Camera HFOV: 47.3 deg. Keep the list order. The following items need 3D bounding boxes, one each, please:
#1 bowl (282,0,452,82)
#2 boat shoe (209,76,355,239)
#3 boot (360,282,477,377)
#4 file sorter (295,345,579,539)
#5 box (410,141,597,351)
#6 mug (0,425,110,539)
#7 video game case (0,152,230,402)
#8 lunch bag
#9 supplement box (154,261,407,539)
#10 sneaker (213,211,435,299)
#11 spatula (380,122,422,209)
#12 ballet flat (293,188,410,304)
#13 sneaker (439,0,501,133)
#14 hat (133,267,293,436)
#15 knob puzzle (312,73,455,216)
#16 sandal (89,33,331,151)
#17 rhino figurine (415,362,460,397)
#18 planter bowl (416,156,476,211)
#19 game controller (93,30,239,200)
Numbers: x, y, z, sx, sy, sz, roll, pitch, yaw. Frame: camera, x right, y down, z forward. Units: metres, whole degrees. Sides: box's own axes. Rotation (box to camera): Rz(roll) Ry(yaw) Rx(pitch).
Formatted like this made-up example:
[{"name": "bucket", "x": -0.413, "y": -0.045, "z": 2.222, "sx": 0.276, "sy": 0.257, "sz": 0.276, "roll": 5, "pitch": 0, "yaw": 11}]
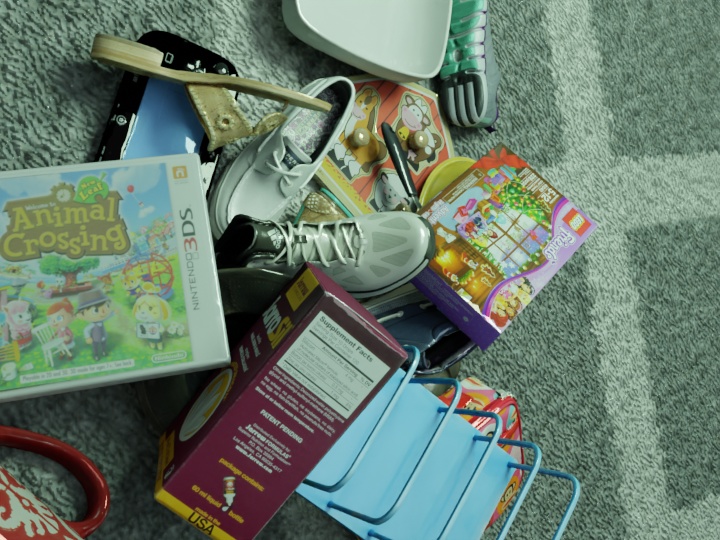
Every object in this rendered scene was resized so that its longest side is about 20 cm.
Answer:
[{"name": "bowl", "x": 0.002, "y": -0.306, "z": 0.880, "sx": 0.199, "sy": 0.074, "sz": 0.202, "roll": 15, "pitch": 75, "yaw": -33}, {"name": "boat shoe", "x": -0.070, "y": -0.108, "z": 0.794, "sx": 0.072, "sy": 0.068, "sz": 0.200, "roll": 45, "pitch": 72, "yaw": -14}, {"name": "boot", "x": 0.018, "y": 0.076, "z": 0.795, "sx": 0.199, "sy": 0.090, "sz": 0.073, "roll": -28, "pitch": 124, "yaw": -12}, {"name": "file sorter", "x": 0.059, "y": 0.169, "z": 0.680, "sx": 0.200, "sy": 0.123, "sz": 0.139, "roll": 39, "pitch": 69, "yaw": -16}, {"name": "box", "x": 0.131, "y": -0.031, "z": 0.814, "sx": 0.137, "sy": 0.039, "sz": 0.200, "roll": 43, "pitch": 53, "yaw": 9}, {"name": "mug", "x": -0.288, "y": 0.191, "z": 0.602, "sx": 0.133, "sy": 0.178, "sz": 0.200, "roll": -38, "pitch": 104, "yaw": 5}, {"name": "video game case", "x": -0.215, "y": 0.001, "z": 0.651, "sx": 0.198, "sy": 0.022, "sz": 0.183, "roll": -8, "pitch": 74, "yaw": -14}, {"name": "lunch bag", "x": 0.078, "y": 0.202, "z": 0.825, "sx": 0.199, "sy": 0.082, "sz": 0.177, "roll": -33, "pitch": 130, "yaw": -30}, {"name": "supplement box", "x": -0.067, "y": 0.103, "z": 0.653, "sx": 0.086, "sy": 0.110, "sz": 0.200, "roll": 39, "pitch": 92, "yaw": -17}, {"name": "sneaker", "x": -0.041, "y": -0.014, "z": 0.719, "sx": 0.115, "sy": 0.199, "sz": 0.076, "roll": 16, "pitch": 66, "yaw": -66}, {"name": "spatula", "x": 0.066, "y": -0.067, "z": 0.856, "sx": 0.056, "sy": 0.020, "sz": 0.201, "roll": -6, "pitch": 66, "yaw": -63}, {"name": "ballet flat", "x": 0.000, "y": 0.000, "z": 0.851, "sx": 0.065, "sy": 0.070, "sz": 0.200, "roll": -48, "pitch": 116, "yaw": -4}, {"name": "sneaker", "x": 0.130, "y": -0.265, "z": 0.983, "sx": 0.087, "sy": 0.074, "sz": 0.202, "roll": 6, "pitch": 82, "yaw": -58}, {"name": "hat", "x": -0.102, "y": 0.083, "z": 0.741, "sx": 0.199, "sy": 0.081, "sz": 0.202, "roll": -3, "pitch": 104, "yaw": -11}, {"name": "knob puzzle", "x": 0.041, "y": -0.135, "z": 0.906, "sx": 0.218, "sy": 0.030, "sz": 0.221, "roll": 8, "pitch": 75, "yaw": -33}, {"name": "sandal", "x": -0.136, "y": -0.142, "z": 0.727, "sx": 0.210, "sy": 0.078, "sz": 0.070, "roll": 15, "pitch": 94, "yaw": -12}, {"name": "rhino figurine", "x": 0.041, "y": 0.139, "z": 0.852, "sx": 0.200, "sy": 0.060, "sz": 0.088, "roll": -50, "pitch": 147, "yaw": -28}, {"name": "planter bowl", "x": 0.156, "y": -0.035, "z": 0.927, "sx": 0.200, "sy": 0.083, "sz": 0.202, "roll": 7, "pitch": 80, "yaw": -46}, {"name": "game controller", "x": -0.178, "y": -0.118, "z": 0.748, "sx": 0.104, "sy": 0.042, "sz": 0.201, "roll": 23, "pitch": 71, "yaw": -31}]
